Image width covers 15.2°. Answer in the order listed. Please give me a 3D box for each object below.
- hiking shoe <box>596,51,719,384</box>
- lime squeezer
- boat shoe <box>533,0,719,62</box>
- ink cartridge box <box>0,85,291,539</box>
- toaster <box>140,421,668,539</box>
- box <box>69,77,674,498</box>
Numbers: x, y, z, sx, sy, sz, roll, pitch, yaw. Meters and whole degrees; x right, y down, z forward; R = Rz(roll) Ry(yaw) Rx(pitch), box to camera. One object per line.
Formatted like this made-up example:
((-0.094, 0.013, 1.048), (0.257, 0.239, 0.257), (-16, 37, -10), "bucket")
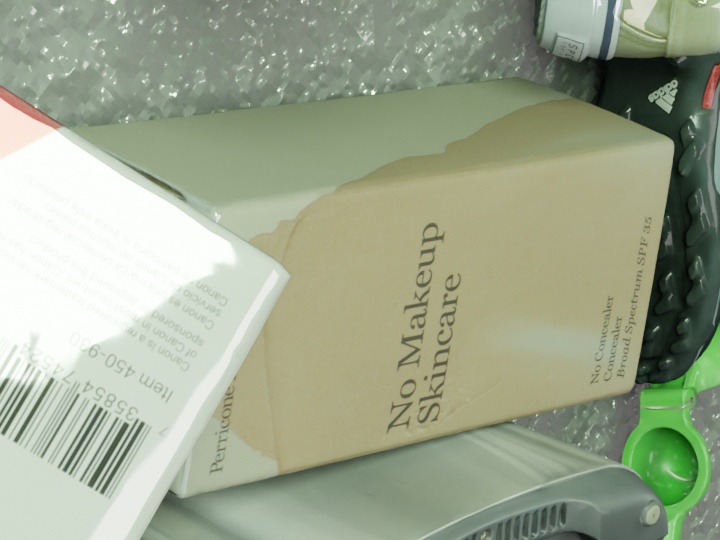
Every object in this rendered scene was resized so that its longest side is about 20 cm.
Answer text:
((0.118, -0.053, 0.940), (0.086, 0.074, 0.201), (-30, 132, -42), "hiking shoe")
((0.121, 0.065, 1.001), (0.071, 0.037, 0.201), (69, 35, -51), "lime squeezer")
((0.094, -0.164, 0.842), (0.061, 0.072, 0.202), (6, 97, -3), "boat shoe")
((-0.133, 0.048, 0.680), (0.146, 0.083, 0.201), (32, 85, -11), "ink cartridge box")
((-0.007, 0.111, 0.849), (0.199, 0.129, 0.114), (-21, 122, -39), "toaster")
((0.000, 0.000, 0.841), (0.199, 0.078, 0.096), (-12, 117, -42), "box")
